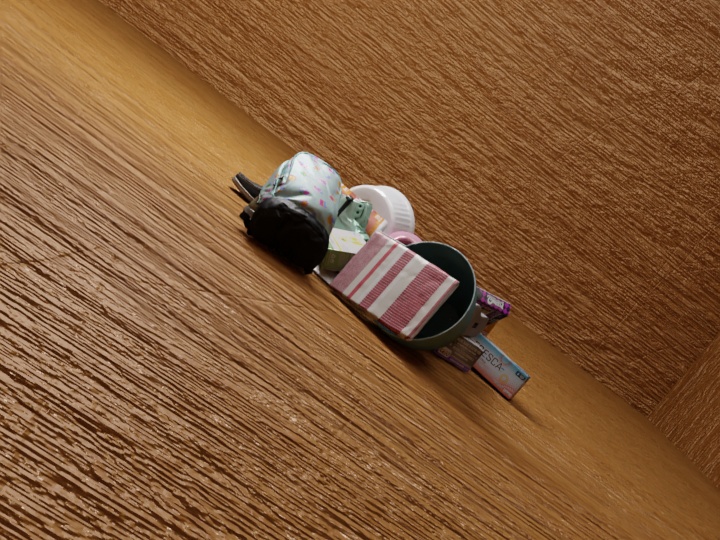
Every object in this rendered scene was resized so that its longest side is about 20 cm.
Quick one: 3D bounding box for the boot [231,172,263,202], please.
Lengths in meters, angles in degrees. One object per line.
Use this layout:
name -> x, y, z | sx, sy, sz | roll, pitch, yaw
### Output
boot -> -0.154, -0.180, 1.683 | 0.200, 0.151, 0.073 | 38, 8, 1

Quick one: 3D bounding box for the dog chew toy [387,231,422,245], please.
dog chew toy -> 0.089, -0.009, 1.862 | 0.124, 0.125, 0.200 | 39, -19, 11

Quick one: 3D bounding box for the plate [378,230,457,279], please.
plate -> 0.123, -0.014, 1.630 | 0.199, 0.032, 0.200 | 32, 2, 7

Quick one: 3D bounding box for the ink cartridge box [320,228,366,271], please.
ink cartridge box -> 0.007, -0.031, 1.578 | 0.198, 0.048, 0.146 | 9, 19, -18

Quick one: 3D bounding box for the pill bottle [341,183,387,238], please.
pill bottle -> -0.046, -0.127, 1.801 | 0.200, 0.112, 0.112 | 40, 8, 0

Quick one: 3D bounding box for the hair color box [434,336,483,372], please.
hair color box -> 0.167, 0.124, 1.715 | 0.109, 0.065, 0.200 | 34, 7, -32

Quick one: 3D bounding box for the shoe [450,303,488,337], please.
shoe -> 0.198, 0.082, 1.637 | 0.091, 0.072, 0.200 | 38, 3, 21

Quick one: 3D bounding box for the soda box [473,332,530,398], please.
soda box -> 0.278, 0.192, 1.772 | 0.200, 0.068, 0.064 | 43, 6, 16

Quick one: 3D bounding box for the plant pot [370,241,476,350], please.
plant pot -> 0.125, 0.067, 1.482 | 0.200, 0.200, 0.135 | 43, -10, 34

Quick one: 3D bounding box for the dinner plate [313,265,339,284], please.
dinner plate -> -0.031, 0.018, 1.585 | 0.200, 0.024, 0.200 | 36, 8, -6

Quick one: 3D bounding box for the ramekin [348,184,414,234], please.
ramekin -> 0.024, -0.113, 1.953 | 0.200, 0.201, 0.098 | 41, 16, 25

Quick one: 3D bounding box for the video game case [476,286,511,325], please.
video game case -> 0.215, 0.077, 1.828 | 0.180, 0.036, 0.200 | 27, -25, -13

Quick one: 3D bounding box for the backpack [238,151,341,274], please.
backpack -> -0.109, -0.115, 1.446 | 0.167, 0.126, 0.201 | 40, 33, -22

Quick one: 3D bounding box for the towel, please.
towel -> 0.059, 0.026, 1.436 | 0.199, 0.144, 0.023 | 33, -17, 31

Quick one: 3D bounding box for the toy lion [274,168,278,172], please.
toy lion -> -0.137, -0.142, 1.906 | 0.200, 0.069, 0.192 | 27, 20, -54

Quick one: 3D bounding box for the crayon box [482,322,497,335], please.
crayon box -> 0.271, 0.113, 2.025 | 0.058, 0.119, 0.200 | 44, 10, 38

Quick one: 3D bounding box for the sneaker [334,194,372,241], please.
sneaker -> 0.010, -0.079, 1.699 | 0.200, 0.119, 0.074 | 37, 0, 10

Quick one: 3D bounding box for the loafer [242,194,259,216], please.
loafer -> -0.146, -0.101, 1.575 | 0.075, 0.070, 0.200 | 42, 9, 29
